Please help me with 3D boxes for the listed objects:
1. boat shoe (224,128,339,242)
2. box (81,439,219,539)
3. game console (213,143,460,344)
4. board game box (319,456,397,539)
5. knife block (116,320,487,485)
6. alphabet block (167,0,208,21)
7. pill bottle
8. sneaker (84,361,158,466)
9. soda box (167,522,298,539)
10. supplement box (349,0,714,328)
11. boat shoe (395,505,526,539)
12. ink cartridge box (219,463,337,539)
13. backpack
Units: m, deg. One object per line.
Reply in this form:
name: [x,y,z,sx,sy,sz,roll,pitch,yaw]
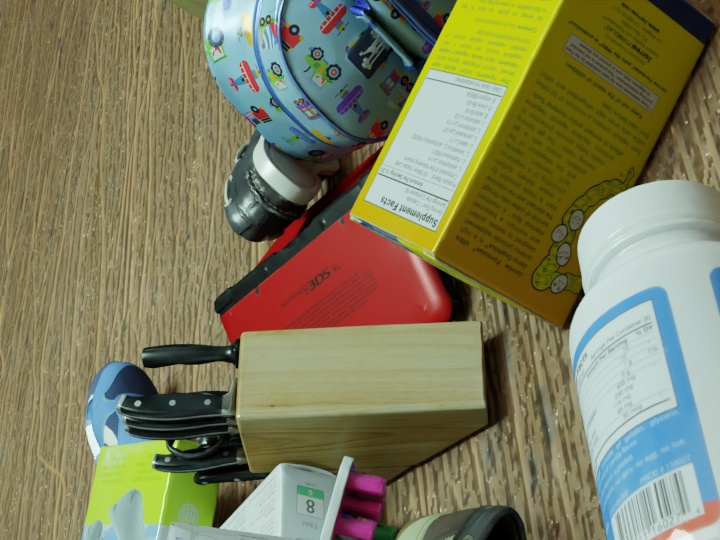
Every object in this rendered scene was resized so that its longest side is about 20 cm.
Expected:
boat shoe: [-0.061,-0.072,1.037,0.060,0.074,0.200,-46,12,15]
box: [-0.155,0.221,0.945,0.121,0.047,0.203,-15,61,52]
game console: [0.000,0.000,0.994,0.199,0.118,0.174,-38,70,37]
board game box: [-0.017,0.217,0.739,0.200,0.026,0.202,79,-155,-71]
knife block: [-0.043,0.074,0.850,0.199,0.174,0.065,-35,42,38]
alphabet block: [-0.090,-0.334,1.198,0.195,0.199,0.198,-16,54,51]
pill bottle: [0.155,0.059,0.623,0.112,0.111,0.202,-39,38,35]
sneaker: [-0.166,0.145,1.091,0.082,0.073,0.201,-44,43,26]
soda box: [-0.077,0.190,0.707,0.200,0.063,0.069,112,165,-63]
supplement box: [0.099,-0.088,0.818,0.202,0.109,0.109,-63,31,1]
boat shoe: [0.041,0.196,0.608,0.065,0.073,0.202,-37,40,45]
ink cartridge box: [-0.065,0.244,0.855,0.161,0.049,0.202,-49,35,48]
backpack: [-0.001,-0.176,0.940,0.201,0.183,0.134,-54,33,-14]
